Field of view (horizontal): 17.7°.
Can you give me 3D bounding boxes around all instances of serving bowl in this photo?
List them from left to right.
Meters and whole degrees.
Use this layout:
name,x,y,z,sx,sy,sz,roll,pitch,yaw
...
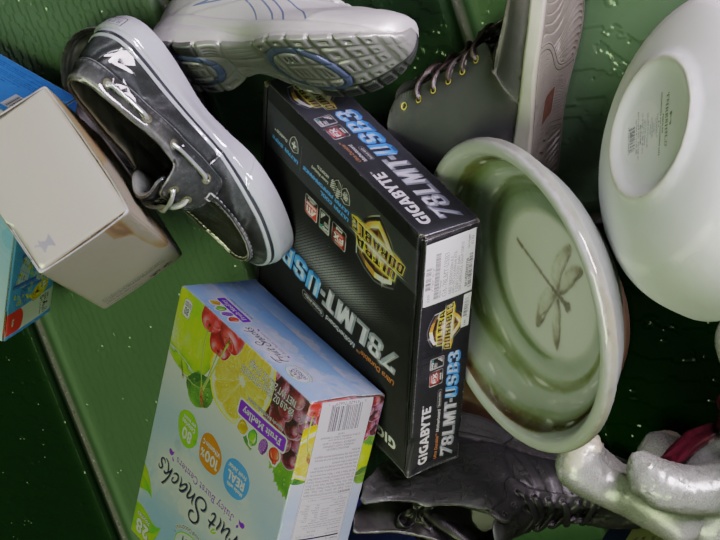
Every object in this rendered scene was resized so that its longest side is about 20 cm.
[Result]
name,x,y,z,sx,sy,sz,roll,pitch,yaw
serving bowl,0.192,-0.074,1.328,0.066,0.200,0.200,13,135,-23

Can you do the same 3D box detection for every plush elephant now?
name,x,y,z,sx,sy,sz,roll,pitch,yaw
plush elephant,0.247,0.103,1.436,0.200,0.165,0.155,32,104,35

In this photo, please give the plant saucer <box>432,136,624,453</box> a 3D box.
name,x,y,z,sx,sy,sz,roll,pitch,yaw
plant saucer,0.111,0.011,1.424,0.200,0.050,0.200,40,139,46

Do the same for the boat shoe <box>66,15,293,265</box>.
name,x,y,z,sx,sy,sz,roll,pitch,yaw
boat shoe,-0.124,-0.070,1.509,0.072,0.071,0.200,-7,127,54

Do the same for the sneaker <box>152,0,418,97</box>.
name,x,y,z,sx,sy,sz,roll,pitch,yaw
sneaker,-0.050,-0.163,1.485,0.200,0.087,0.075,7,156,30

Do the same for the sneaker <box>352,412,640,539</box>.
name,x,y,z,sx,sy,sz,roll,pitch,yaw
sneaker,0.101,0.159,1.560,0.200,0.104,0.060,19,133,2

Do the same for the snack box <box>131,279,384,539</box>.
name,x,y,z,sx,sy,sz,roll,pitch,yaw
snack box,-0.074,0.133,1.569,0.169,0.068,0.200,39,125,46

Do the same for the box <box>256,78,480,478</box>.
name,x,y,z,sx,sy,sz,roll,pitch,yaw
box,0.000,0.000,1.521,0.200,0.050,0.199,46,143,41

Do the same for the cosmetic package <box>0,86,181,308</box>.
name,x,y,z,sx,sy,sz,roll,pitch,yaw
cosmetic package,-0.188,-0.044,1.528,0.071,0.200,0.105,-34,82,0

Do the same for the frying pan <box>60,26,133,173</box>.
name,x,y,z,sx,sy,sz,roll,pitch,yaw
frying pan,-0.132,-0.109,1.589,0.190,0.031,0.115,19,130,33

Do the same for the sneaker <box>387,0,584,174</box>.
name,x,y,z,sx,sy,sz,roll,pitch,yaw
sneaker,0.073,-0.127,1.446,0.106,0.075,0.200,21,128,19

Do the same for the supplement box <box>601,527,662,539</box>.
name,x,y,z,sx,sy,sz,roll,pitch,yaw
supplement box,0.236,0.271,1.511,0.200,0.200,0.134,-5,116,32

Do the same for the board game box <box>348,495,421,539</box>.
name,x,y,z,sx,sy,sz,roll,pitch,yaw
board game box,-0.046,0.263,1.742,0.159,0.097,0.200,37,130,6

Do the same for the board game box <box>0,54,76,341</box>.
name,x,y,z,sx,sy,sz,roll,pitch,yaw
board game box,-0.310,-0.079,1.702,0.200,0.056,0.196,30,130,21

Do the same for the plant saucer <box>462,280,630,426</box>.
name,x,y,z,sx,sy,sz,roll,pitch,yaw
plant saucer,0.085,0.026,1.564,0.200,0.029,0.200,14,123,23
